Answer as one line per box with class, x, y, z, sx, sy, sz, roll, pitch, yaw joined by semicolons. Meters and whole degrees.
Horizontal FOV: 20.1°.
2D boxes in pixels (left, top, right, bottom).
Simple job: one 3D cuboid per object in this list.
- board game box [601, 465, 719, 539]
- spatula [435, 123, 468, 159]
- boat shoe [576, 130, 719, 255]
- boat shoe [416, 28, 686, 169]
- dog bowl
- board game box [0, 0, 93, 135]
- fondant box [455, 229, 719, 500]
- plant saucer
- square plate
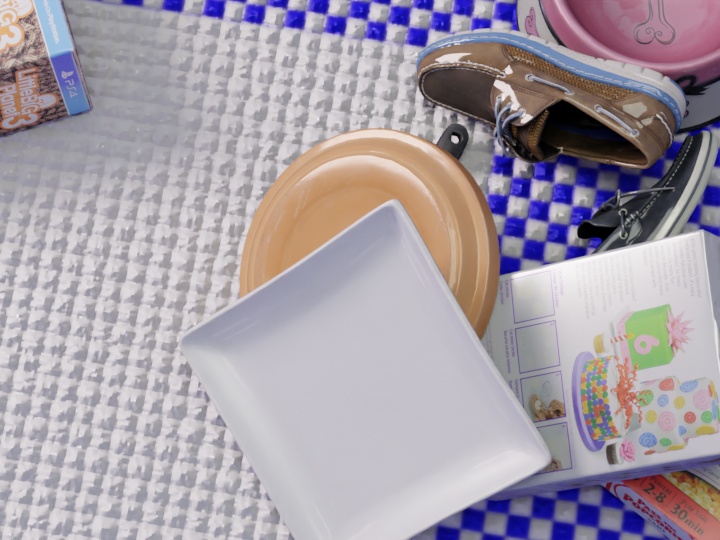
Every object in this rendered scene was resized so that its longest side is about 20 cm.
board game box;0.262;0.096;1.400;0.151;0.046;0.200;37;74;14
spatula;0.028;-0.023;1.460;0.056;0.021;0.200;29;70;-2
boat shoe;0.187;-0.024;1.434;0.062;0.075;0.200;35;79;6
boat shoe;0.127;-0.119;1.448;0.199;0.072;0.073;10;51;20
dog bowl;0.216;-0.205;1.501;0.199;0.074;0.201;0;69;0
board game box;-0.315;-0.178;1.481;0.199;0.097;0.160;-17;70;-6
fondant box;0.155;0.066;1.341;0.199;0.058;0.145;-14;74;31
plant saucer;0.000;0.000;1.396;0.200;0.032;0.201;-7;77;30
square plate;0.003;0.082;1.350;0.200;0.028;0.199;-32;89;27
